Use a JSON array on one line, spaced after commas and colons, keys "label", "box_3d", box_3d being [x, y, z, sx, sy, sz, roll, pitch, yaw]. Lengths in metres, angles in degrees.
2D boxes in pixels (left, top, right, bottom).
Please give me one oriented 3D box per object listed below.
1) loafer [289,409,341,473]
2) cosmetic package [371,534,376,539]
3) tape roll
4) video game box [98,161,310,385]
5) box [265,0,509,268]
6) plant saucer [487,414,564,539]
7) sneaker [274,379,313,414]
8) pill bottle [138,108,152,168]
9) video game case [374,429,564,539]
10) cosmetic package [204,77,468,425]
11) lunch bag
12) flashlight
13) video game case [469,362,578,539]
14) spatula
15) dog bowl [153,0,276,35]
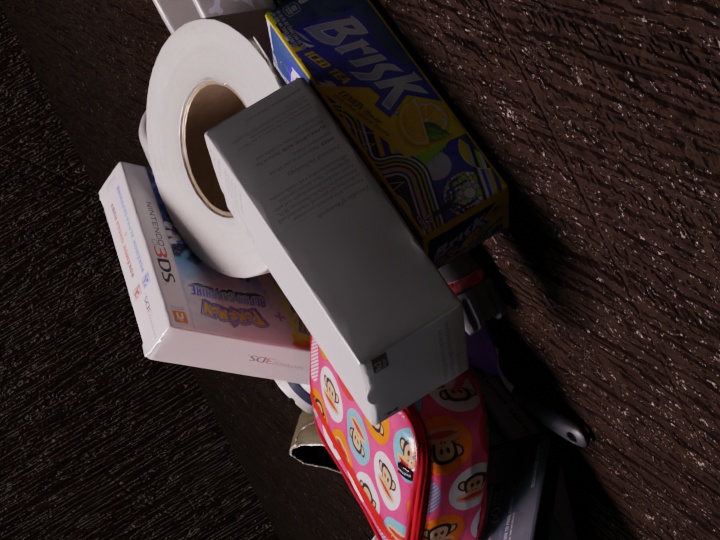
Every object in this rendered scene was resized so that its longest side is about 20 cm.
[{"label": "loafer", "box_3d": [0.022, 0.176, 1.726, 0.199, 0.070, 0.075, 21, 146, 28]}, {"label": "cosmetic package", "box_3d": [0.111, 0.302, 1.611, 0.200, 0.123, 0.199, 43, 173, -21]}, {"label": "tape roll", "box_3d": [-0.081, -0.099, 1.512, 0.202, 0.071, 0.204, 20, 116, 48]}, {"label": "video game box", "box_3d": [-0.101, 0.005, 1.600, 0.047, 0.199, 0.183, -50, 44, 34]}, {"label": "box", "box_3d": [0.016, -0.100, 1.306, 0.200, 0.070, 0.064, 55, 168, 23]}, {"label": "plant saucer", "box_3d": [0.101, 0.139, 1.555, 0.200, 0.019, 0.070, 58, 169, 16]}, {"label": "sneaker", "box_3d": [-0.019, 0.045, 1.761, 0.076, 0.080, 0.200, 37, -150, -19]}, {"label": "pill bottle", "box_3d": [-0.131, -0.077, 1.896, 0.114, 0.114, 0.201, 48, 164, 45]}, {"label": "video game case", "box_3d": [0.073, 0.207, 1.495, 0.019, 0.144, 0.200, 28, 150, -29]}, {"label": "cosmetic package", "box_3d": [-0.015, -0.012, 1.283, 0.200, 0.081, 0.113, 54, 170, 21]}, {"label": "lunch bag", "box_3d": [0.027, 0.119, 1.479, 0.200, 0.082, 0.177, -123, 27, -44]}, {"label": "flashlight", "box_3d": [0.034, -0.046, 1.401, 0.201, 0.067, 0.068, 65, 173, -4]}, {"label": "video game case", "box_3d": [0.118, 0.149, 1.611, 0.182, 0.023, 0.200, 51, 166, 39]}, {"label": "spatula", "box_3d": [0.113, 0.082, 1.464, 0.200, 0.020, 0.057, 44, 159, 53]}, {"label": "dog bowl", "box_3d": [-0.131, -0.235, 1.647, 0.201, 0.058, 0.200, 56, 169, 17]}]
